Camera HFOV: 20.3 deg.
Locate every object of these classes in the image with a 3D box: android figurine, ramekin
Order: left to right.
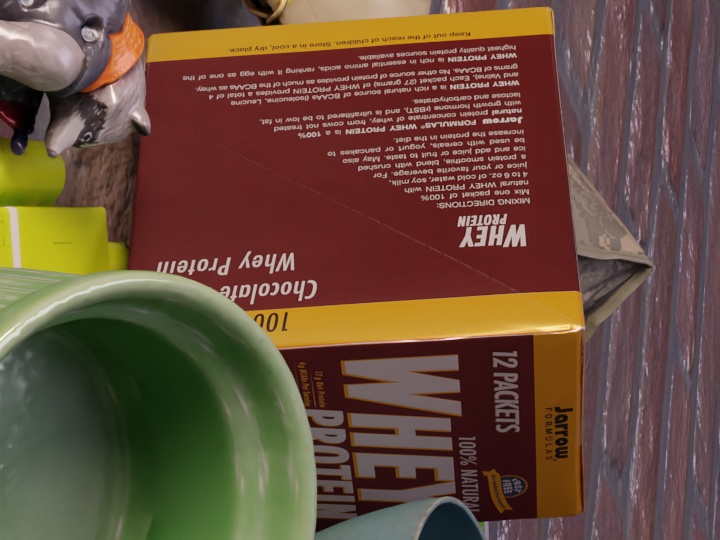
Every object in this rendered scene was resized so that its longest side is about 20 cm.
[{"bbox_3d":[-0.144,0.036,0.834,0.200,0.041,0.184,-11,97,-70],"label":"android figurine"},{"bbox_3d":[-0.117,0.093,0.722,0.199,0.097,0.202,-13,107,-46],"label":"ramekin"}]

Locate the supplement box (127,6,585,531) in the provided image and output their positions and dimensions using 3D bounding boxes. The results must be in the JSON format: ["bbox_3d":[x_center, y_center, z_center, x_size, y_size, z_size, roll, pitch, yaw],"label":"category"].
[{"bbox_3d":[0.000,0.000,0.933,0.133,0.195,0.201,83,4,-48],"label":"supplement box"}]

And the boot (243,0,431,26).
[{"bbox_3d":[-0.042,-0.123,1.025,0.199,0.073,0.157,-6,109,-35],"label":"boot"}]

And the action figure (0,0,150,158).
[{"bbox_3d":[-0.147,-0.099,0.751,0.193,0.104,0.201,44,35,-41],"label":"action figure"}]

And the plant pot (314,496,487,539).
[{"bbox_3d":[-0.017,0.202,0.848,0.200,0.134,0.202,-7,90,-74],"label":"plant pot"}]

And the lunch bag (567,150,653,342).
[{"bbox_3d":[0.045,-0.035,1.171,0.199,0.118,0.165,13,36,-44],"label":"lunch bag"}]

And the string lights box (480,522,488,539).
[{"bbox_3d":[0.012,0.184,1.050,0.200,0.058,0.104,5,83,-70],"label":"string lights box"}]
